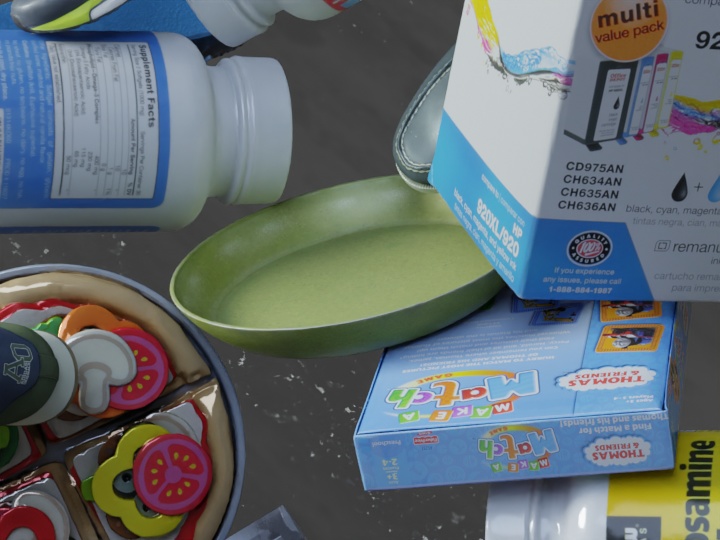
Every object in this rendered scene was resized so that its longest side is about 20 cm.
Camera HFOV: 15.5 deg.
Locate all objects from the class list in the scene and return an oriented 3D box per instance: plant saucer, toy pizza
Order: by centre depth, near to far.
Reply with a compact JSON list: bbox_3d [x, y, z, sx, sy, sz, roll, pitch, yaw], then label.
[{"bbox_3d":[-0.158,0.097,1.368,0.200,0.032,0.200,0,92,-9],"label":"toy pizza"},{"bbox_3d":[0.000,0.000,1.394,0.200,0.031,0.200,-12,22,5],"label":"plant saucer"}]

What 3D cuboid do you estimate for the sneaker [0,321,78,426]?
[{"bbox_3d":[-0.247,0.056,1.301,0.200,0.090,0.067,-8,82,10],"label":"sneaker"}]

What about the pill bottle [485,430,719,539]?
[{"bbox_3d":[0.165,0.133,1.284,0.200,0.112,0.113,-1,62,13],"label":"pill bottle"}]

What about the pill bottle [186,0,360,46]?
[{"bbox_3d":[-0.007,-0.206,1.453,0.200,0.109,0.109,-29,58,15],"label":"pill bottle"}]

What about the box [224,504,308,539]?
[{"bbox_3d":[-0.083,0.235,1.326,0.200,0.048,0.158,-31,58,-4],"label":"box"}]

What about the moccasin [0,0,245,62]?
[{"bbox_3d":[-0.160,-0.126,1.529,0.200,0.068,0.081,-10,47,-10],"label":"moccasin"}]

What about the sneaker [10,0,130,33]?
[{"bbox_3d":[-0.128,-0.213,1.418,0.200,0.081,0.074,-53,28,-8],"label":"sneaker"}]

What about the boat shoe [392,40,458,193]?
[{"bbox_3d":[0.085,-0.124,1.408,0.200,0.062,0.073,-43,63,10],"label":"boat shoe"}]

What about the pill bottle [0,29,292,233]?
[{"bbox_3d":[-0.144,-0.076,1.447,0.200,0.112,0.112,0,58,-18],"label":"pill bottle"}]

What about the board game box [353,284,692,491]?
[{"bbox_3d":[0.087,0.044,1.331,0.151,0.037,0.200,-5,22,13],"label":"board game box"}]

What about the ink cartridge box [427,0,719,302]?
[{"bbox_3d":[0.139,-0.104,1.309,0.147,0.200,0.145,2,25,-18],"label":"ink cartridge box"}]
